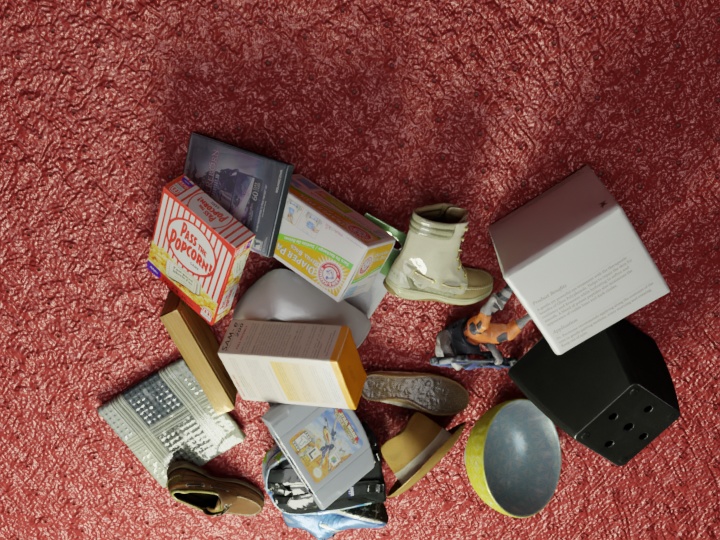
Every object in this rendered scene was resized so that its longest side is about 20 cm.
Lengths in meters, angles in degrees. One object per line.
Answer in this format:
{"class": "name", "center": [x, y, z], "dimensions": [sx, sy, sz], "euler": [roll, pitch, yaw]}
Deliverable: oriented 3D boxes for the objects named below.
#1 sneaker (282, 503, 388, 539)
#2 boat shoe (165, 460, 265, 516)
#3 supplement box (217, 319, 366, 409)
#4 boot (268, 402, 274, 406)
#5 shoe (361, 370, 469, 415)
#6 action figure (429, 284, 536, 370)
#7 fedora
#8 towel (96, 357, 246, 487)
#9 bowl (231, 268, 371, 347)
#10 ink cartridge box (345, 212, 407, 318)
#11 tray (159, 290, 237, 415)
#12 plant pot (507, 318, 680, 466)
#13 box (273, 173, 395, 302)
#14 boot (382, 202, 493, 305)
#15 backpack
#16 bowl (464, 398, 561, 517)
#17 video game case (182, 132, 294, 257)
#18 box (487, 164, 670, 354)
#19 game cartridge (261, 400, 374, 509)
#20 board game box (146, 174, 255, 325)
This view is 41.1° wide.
{"class": "sneaker", "center": [-0.048, 0.449, 1.762], "dimensions": [0.200, 0.079, 0.089], "euler": [6, 120, 6]}
{"class": "boat shoe", "center": [-0.260, 0.411, 1.722], "dimensions": [0.200, 0.068, 0.072], "euler": [25, 115, -26]}
{"class": "supplement box", "center": [-0.104, 0.145, 1.490], "dimensions": [0.200, 0.074, 0.126], "euler": [2, 138, 19]}
{"class": "boot", "center": [-0.100, 0.221, 1.645], "dimensions": [0.097, 0.075, 0.200], "euler": [-26, 72, -22]}
{"class": "shoe", "center": [0.091, 0.207, 1.672], "dimensions": [0.200, 0.053, 0.070], "euler": [12, 91, -10]}
{"class": "action figure", "center": [0.207, 0.107, 1.602], "dimensions": [0.193, 0.105, 0.200], "euler": [-33, 151, 35]}
{"class": "fedora", "center": [0.092, 0.301, 1.644], "dimensions": [0.082, 0.201, 0.201], "euler": [46, 107, 5]}
{"class": "towel", "center": [-0.332, 0.271, 1.703], "dimensions": [0.192, 0.035, 0.200], "euler": [-31, 108, 9]}
{"class": "bowl", "center": [-0.106, 0.102, 1.559], "dimensions": [0.200, 0.075, 0.200], "euler": [32, 139, -14]}
{"class": "ink cartridge box", "center": [0.000, 0.000, 1.572], "dimensions": [0.104, 0.059, 0.200], "euler": [29, 109, -12]}
{"class": "tray", "center": [-0.265, 0.133, 1.603], "dimensions": [0.037, 0.099, 0.200], "euler": [-23, 111, 7]}
{"class": "plant pot", "center": [0.400, 0.198, 1.573], "dimensions": [0.200, 0.177, 0.200], "euler": [32, 110, -33]}
{"class": "box", "center": [-0.065, -0.053, 1.478], "dimensions": [0.200, 0.112, 0.101], "euler": [34, 111, 16]}
{"class": "boot", "center": [0.147, -0.027, 1.522], "dimensions": [0.200, 0.072, 0.155], "euler": [3, 122, -28]}
{"class": "backpack", "center": [-0.073, 0.351, 1.688], "dimensions": [0.200, 0.154, 0.163], "euler": [-20, 116, -16]}
{"class": "bowl", "center": [0.247, 0.326, 1.677], "dimensions": [0.108, 0.200, 0.200], "euler": [-11, 122, 52]}
{"class": "video game case", "center": [-0.197, -0.118, 1.467], "dimensions": [0.200, 0.019, 0.143], "euler": [21, 104, 30]}
{"class": "box", "center": [0.332, -0.020, 1.494], "dimensions": [0.199, 0.200, 0.171], "euler": [-32, 112, 13]}
{"class": "game cartridge", "center": [-0.061, 0.276, 1.570], "dimensions": [0.133, 0.042, 0.200], "euler": [-36, 111, -16]}
{"class": "board game box", "center": [-0.251, -0.029, 1.487], "dimensions": [0.151, 0.046, 0.200], "euler": [39, 139, 12]}
